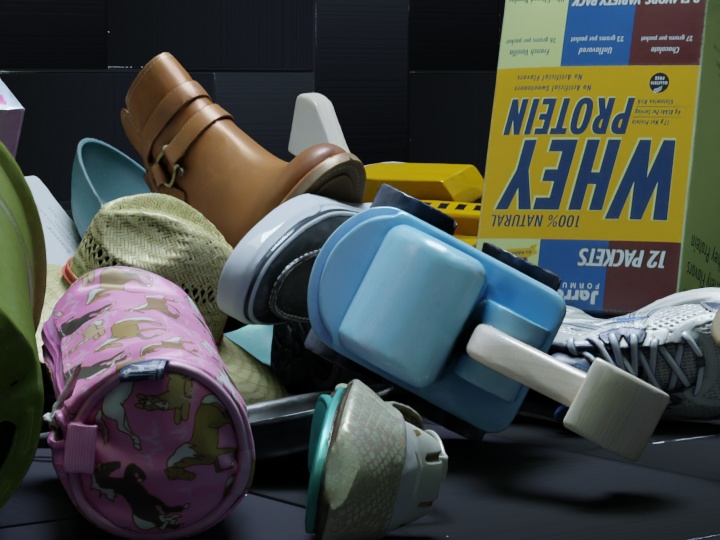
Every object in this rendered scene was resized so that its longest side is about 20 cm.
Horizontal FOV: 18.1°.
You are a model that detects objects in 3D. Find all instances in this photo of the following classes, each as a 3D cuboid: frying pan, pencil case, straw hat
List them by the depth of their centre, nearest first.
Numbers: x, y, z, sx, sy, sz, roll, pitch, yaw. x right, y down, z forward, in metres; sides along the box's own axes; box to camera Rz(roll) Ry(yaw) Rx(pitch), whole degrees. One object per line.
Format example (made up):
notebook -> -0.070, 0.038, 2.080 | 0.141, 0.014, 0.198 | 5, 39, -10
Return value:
pencil case -> -0.100, 0.056, 1.027 | 0.083, 0.087, 0.200 | -33, 15, -1
frying pan -> -0.074, 0.082, 1.125 | 0.189, 0.031, 0.115 | -12, 2, -9
straw hat -> -0.116, 0.004, 1.279 | 0.200, 0.086, 0.201 | 23, 15, -7

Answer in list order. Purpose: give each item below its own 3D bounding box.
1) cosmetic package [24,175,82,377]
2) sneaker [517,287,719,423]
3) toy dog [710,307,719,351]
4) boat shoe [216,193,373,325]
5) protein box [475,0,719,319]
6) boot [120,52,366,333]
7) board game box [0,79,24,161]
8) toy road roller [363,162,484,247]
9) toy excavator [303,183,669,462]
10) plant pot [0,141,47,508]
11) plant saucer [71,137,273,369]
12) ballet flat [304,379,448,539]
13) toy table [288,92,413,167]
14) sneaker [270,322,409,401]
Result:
cosmetic package -> -0.231, 0.010, 1.391 | 0.081, 0.113, 0.200 | -44, -6, 14
sneaker -> 0.144, 0.059, 1.261 | 0.199, 0.078, 0.085 | -6, 12, 28
toy dog -> 0.251, 0.053, 1.067 | 0.132, 0.097, 0.200 | 36, -41, -16
boat shoe -> 0.000, 0.000, 1.277 | 0.071, 0.072, 0.199 | 32, 25, 26
protein box -> 0.176, -0.050, 1.417 | 0.134, 0.202, 0.198 | 1, -12, 28
boot -> -0.077, -0.069, 1.363 | 0.076, 0.156, 0.200 | -20, -15, -26
board game box -> -0.277, 0.002, 1.102 | 0.198, 0.201, 0.043 | -2, 31, -32
toy road roller -> 0.051, 0.000, 1.602 | 0.199, 0.124, 0.146 | 4, 18, 35
toy excavator -> 0.058, 0.036, 1.130 | 0.194, 0.100, 0.200 | 28, 2, 8
plant pot -> -0.215, 0.032, 0.970 | 0.199, 0.202, 0.190 | -2, 17, -19
plant saucer -> -0.127, -0.001, 1.495 | 0.036, 0.200, 0.200 | -41, -3, 10
ballet flat -> 0.009, 0.080, 0.985 | 0.062, 0.068, 0.200 | 10, 5, -1
toy table -> -0.019, -0.036, 1.797 | 0.117, 0.185, 0.199 | 27, 13, 41
sneaker -> -0.001, 0.046, 1.401 | 0.090, 0.077, 0.200 | 5, 12, -19
